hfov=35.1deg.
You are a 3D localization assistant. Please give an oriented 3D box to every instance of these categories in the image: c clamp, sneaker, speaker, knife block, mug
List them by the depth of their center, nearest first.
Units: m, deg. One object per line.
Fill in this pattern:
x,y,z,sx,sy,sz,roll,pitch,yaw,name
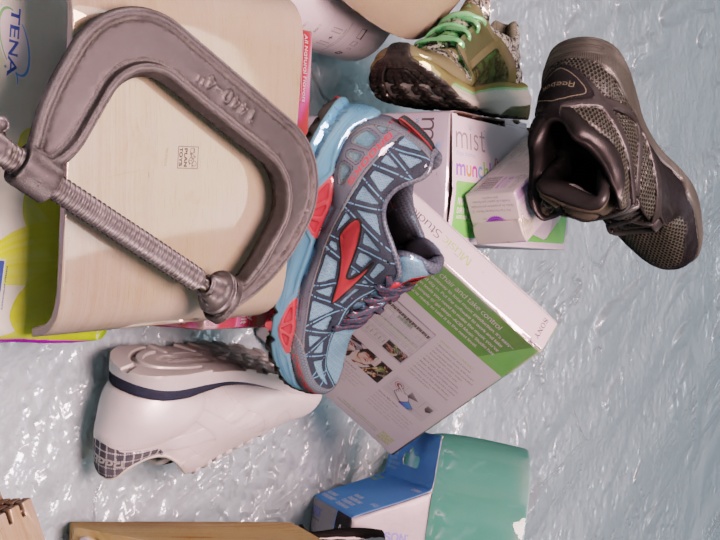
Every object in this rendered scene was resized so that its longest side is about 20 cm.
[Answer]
-0.109,-0.038,0.585,0.200,0.027,0.171,30,74,-39,c clamp
0.000,0.000,0.699,0.079,0.095,0.200,-52,156,-58,sneaker
-0.069,0.202,0.752,0.176,0.200,0.064,11,83,-68,knife block
0.171,-0.049,0.779,0.199,0.076,0.114,54,49,-36,sneaker
-0.104,0.096,0.789,0.200,0.076,0.081,6,99,-52,sneaker
-0.058,-0.203,0.805,0.200,0.081,0.081,1,93,-56,speaker
0.067,-0.159,0.822,0.200,0.077,0.089,-5,101,-63,sneaker
0.076,0.229,1.008,0.185,0.114,0.152,99,3,-50,mug

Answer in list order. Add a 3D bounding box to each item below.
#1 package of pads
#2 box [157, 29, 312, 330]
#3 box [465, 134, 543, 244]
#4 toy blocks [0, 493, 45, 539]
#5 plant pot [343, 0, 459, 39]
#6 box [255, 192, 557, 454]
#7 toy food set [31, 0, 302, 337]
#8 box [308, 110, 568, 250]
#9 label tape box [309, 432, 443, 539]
-0.200,-0.060,0.620,0.154,0.068,0.200,5,89,-56,package of pads
-0.100,-0.064,0.743,0.103,0.095,0.200,2,91,-57,box
0.138,-0.079,0.831,0.200,0.041,0.039,-44,125,-48,box
-0.239,0.155,0.579,0.200,0.100,0.137,-28,104,-53,toy blocks
0.034,-0.285,0.807,0.200,0.134,0.200,38,33,-30,plant pot
0.025,0.041,0.808,0.144,0.200,0.036,42,50,-3,box
-0.110,-0.065,0.631,0.143,0.060,0.200,-3,102,-41,toy food set
0.044,-0.067,0.885,0.200,0.176,0.097,2,92,-57,box
0.001,0.219,0.882,0.063,0.144,0.200,10,83,-12,label tape box
